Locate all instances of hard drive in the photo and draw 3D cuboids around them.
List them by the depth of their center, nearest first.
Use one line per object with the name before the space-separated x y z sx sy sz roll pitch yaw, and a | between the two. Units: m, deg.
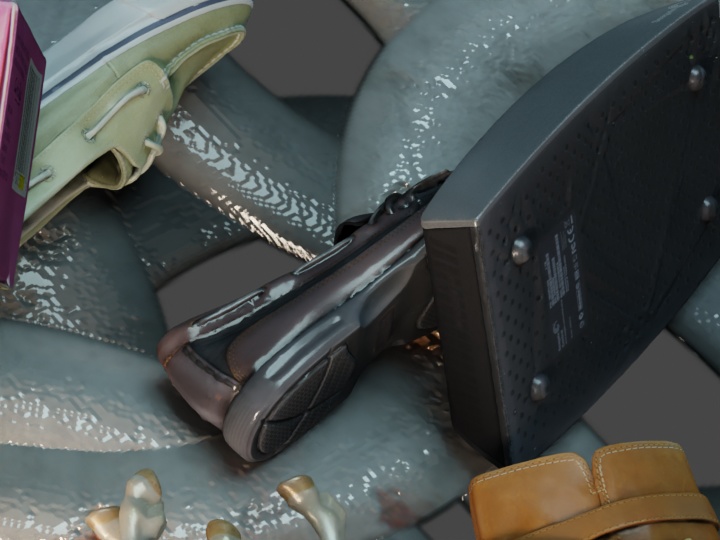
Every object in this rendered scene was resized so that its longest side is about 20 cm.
hard drive | 0.093 -0.021 1.138 0.042 0.135 0.200 12 38 32

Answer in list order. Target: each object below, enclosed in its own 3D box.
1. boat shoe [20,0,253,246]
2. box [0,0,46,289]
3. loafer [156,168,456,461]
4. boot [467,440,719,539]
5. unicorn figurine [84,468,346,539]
boat shoe | -0.114 -0.061 1.144 0.200 0.072 0.062 -37 82 -28
box | -0.222 -0.056 0.989 0.199 0.176 0.097 8 88 -3
loafer | 0.000 0.000 1.125 0.063 0.072 0.200 37 51 19
boot | 0.141 0.136 1.050 0.199 0.074 0.155 1 52 -18
unicorn figurine | -0.054 0.143 0.972 0.199 0.074 0.138 -4 63 -30
